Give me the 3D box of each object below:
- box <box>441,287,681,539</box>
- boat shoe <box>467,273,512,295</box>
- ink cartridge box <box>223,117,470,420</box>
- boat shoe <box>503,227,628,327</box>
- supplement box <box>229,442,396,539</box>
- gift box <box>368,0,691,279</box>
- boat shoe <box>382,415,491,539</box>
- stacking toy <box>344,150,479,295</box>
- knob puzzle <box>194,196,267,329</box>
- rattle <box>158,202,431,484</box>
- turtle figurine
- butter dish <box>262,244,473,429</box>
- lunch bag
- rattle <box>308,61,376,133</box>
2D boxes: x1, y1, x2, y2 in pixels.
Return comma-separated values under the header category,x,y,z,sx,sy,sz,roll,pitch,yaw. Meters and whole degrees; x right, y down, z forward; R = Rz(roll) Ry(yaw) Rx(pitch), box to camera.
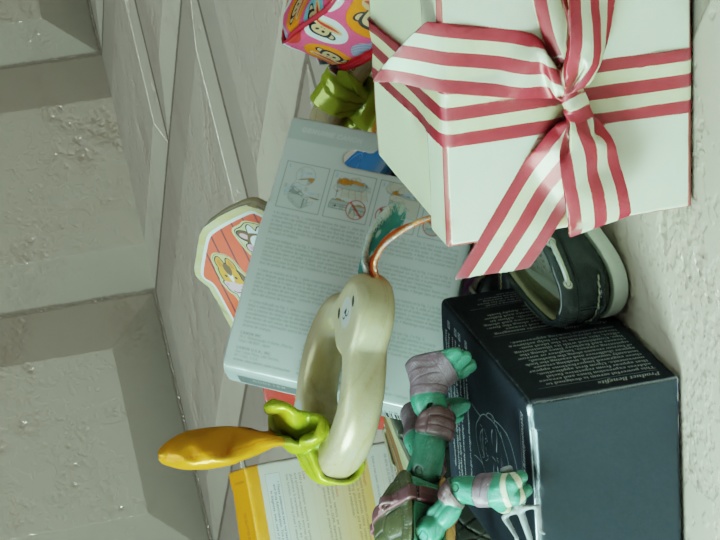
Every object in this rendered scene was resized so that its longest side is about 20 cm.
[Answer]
category,x,y,z,sx,sy,sz,roll,pitch,yaw
box,0.135,0.112,1.515,0.200,0.106,0.150,-127,30,-65
boat shoe,0.105,0.035,1.647,0.072,0.067,0.201,-62,-21,-51
ink cartridge box,0.000,0.000,1.631,0.047,0.159,0.202,71,-147,-71
boat shoe,0.106,-0.041,1.524,0.200,0.060,0.076,49,139,34
supplement box,-0.007,0.223,1.976,0.073,0.198,0.127,148,114,-72
gift box,0.092,-0.115,1.357,0.187,0.198,0.186,-129,27,-63
boat shoe,0.047,0.122,1.665,0.074,0.075,0.202,142,118,-70
stacking toy,0.054,-0.004,1.730,0.200,0.110,0.116,41,150,-10
knob puzzle,-0.056,0.023,1.735,0.031,0.218,0.220,-55,-12,-30
rattle,-0.043,0.040,1.493,0.131,0.141,0.201,-82,6,-62
turtle figurine,0.056,0.162,1.445,0.150,0.100,0.202,123,149,-52
butter dish,0.019,0.024,1.877,0.148,0.198,0.201,-77,-11,-58
lunch bag,0.003,-0.257,1.698,0.176,0.081,0.202,-19,51,66
rattle,0.036,-0.140,1.948,0.200,0.142,0.131,70,-140,-77
